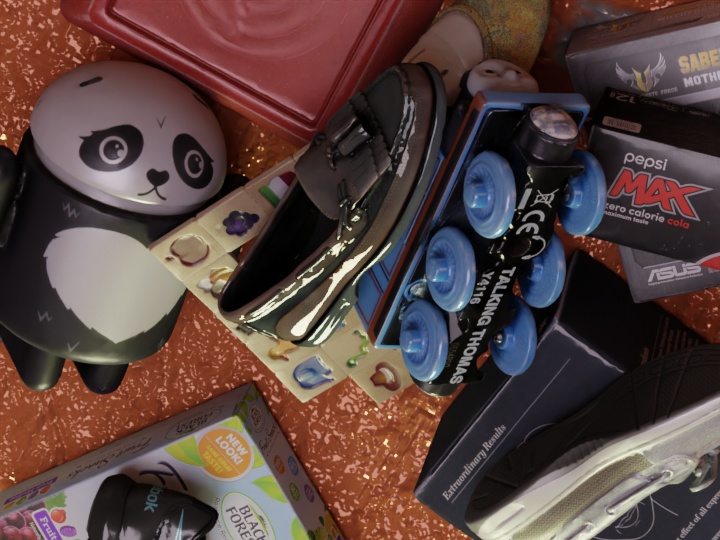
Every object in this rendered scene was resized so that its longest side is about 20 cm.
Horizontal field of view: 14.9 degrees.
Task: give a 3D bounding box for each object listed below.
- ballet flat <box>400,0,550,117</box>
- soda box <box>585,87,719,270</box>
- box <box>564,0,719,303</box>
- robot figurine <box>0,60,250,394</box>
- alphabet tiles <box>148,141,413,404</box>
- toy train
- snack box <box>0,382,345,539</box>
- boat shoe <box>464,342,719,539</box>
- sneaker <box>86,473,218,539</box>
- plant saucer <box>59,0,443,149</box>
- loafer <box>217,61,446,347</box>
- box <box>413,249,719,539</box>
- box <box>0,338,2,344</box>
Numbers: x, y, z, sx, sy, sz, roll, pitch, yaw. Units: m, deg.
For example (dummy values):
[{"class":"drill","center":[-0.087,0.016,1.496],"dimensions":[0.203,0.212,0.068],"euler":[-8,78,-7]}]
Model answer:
[{"class":"ballet flat","center":[0.036,-0.092,1.572],"dimensions":[0.071,0.071,0.200],"euler":[34,118,-4]},{"class":"soda box","center":[0.219,-0.037,1.510],"dimensions":[0.199,0.063,0.071],"euler":[14,116,6]},{"class":"box","center":[0.230,-0.078,1.552],"dimensions":[0.199,0.048,0.159],"euler":[-12,110,17]},{"class":"robot figurine","center":[-0.152,-0.024,1.616],"dimensions":[0.125,0.150,0.201],"euler":[30,118,16]},{"class":"alphabet tiles","center":[0.000,0.000,1.602],"dimensions":[0.167,0.008,0.200],"euler":[-31,132,13]},{"class":"toy train","center":[0.062,-0.025,1.511],"dimensions":[0.086,0.114,0.200],"euler":[-2,134,-29]},{"class":"snack box","center":[-0.122,0.173,1.738],"dimensions":[0.199,0.053,0.143],"euler":[-23,108,21]},{"class":"boat shoe","center":[0.149,0.106,1.523],"dimensions":[0.202,0.075,0.065],"euler":[-34,109,27]},{"class":"sneaker","center":[-0.125,0.223,1.690],"dimensions":[0.079,0.075,0.201],"euler":[4,115,8]},{"class":"plant saucer","center":[-0.054,-0.176,1.578],"dimensions":[0.200,0.037,0.200],"euler":[29,116,-1]},{"class":"loafer","center":[-0.017,-0.033,1.511],"dimensions":[0.063,0.072,0.200],"euler":[7,132,-27]},{"class":"box","center":[0.158,0.115,1.621],"dimensions":[0.200,0.107,0.149],"euler":[36,116,-6]},{"class":"box","center":[-0.326,0.023,1.683],"dimensions":[0.199,0.117,0.060],"euler":[8,118,7]}]
